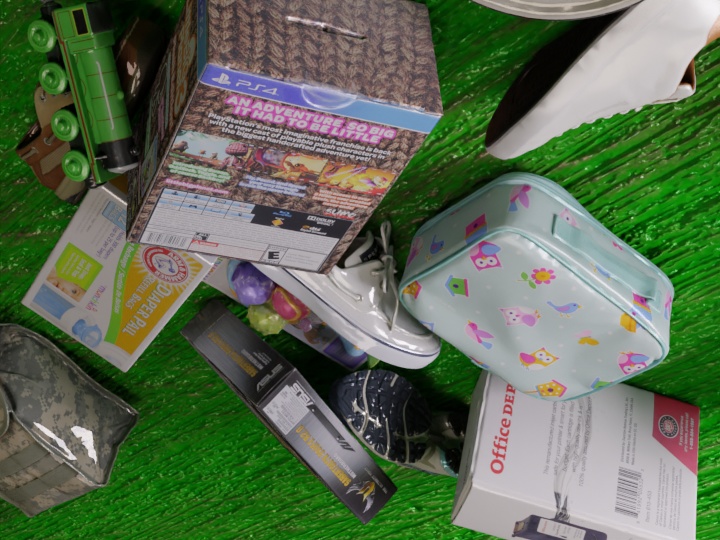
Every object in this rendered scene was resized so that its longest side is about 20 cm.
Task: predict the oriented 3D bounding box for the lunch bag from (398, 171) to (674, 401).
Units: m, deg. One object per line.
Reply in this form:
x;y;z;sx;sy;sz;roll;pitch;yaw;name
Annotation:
0.145;0.017;0.941;0.199;0.078;0.160;34;137;-22;lunch bag

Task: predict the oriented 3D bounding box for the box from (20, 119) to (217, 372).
-0.181;-0.022;0.973;0.112;0.102;0.200;34;138;-10;box

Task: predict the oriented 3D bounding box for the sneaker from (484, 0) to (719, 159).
0.164;-0.120;0.771;0.084;0.073;0.200;33;137;-18;sneaker

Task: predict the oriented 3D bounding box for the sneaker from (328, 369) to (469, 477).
0.031;0.155;1.130;0.086;0.078;0.199;-11;148;42;sneaker

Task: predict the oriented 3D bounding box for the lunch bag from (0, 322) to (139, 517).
-0.363;0.152;1.248;0.163;0.118;0.200;-26;120;40;lunch bag

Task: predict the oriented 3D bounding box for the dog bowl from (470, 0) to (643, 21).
0.107;-0.239;0.648;0.198;0.074;0.201;10;141;8;dog bowl

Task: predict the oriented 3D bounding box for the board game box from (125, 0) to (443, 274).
-0.060;-0.099;0.820;0.158;0.098;0.200;9;145;-23;board game box

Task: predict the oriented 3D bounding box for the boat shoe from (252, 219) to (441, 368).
0.000;-0.003;0.978;0.201;0.075;0.086;38;122;-9;boat shoe

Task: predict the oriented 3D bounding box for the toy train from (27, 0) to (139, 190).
-0.193;-0.155;0.812;0.056;0.042;0.202;-6;106;23;toy train

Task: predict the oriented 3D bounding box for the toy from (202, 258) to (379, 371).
-0.063;0.030;1.051;0.199;0.048;0.115;29;138;-17;toy

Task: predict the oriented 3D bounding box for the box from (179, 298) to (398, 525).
-0.066;0.131;1.104;0.158;0.048;0.201;33;164;49;box

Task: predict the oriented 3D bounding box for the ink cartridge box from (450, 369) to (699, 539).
0.190;0.171;1.056;0.198;0.146;0.085;16;142;-1;ink cartridge box

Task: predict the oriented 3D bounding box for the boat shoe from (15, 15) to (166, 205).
-0.211;-0.122;0.897;0.073;0.076;0.200;31;138;-14;boat shoe
